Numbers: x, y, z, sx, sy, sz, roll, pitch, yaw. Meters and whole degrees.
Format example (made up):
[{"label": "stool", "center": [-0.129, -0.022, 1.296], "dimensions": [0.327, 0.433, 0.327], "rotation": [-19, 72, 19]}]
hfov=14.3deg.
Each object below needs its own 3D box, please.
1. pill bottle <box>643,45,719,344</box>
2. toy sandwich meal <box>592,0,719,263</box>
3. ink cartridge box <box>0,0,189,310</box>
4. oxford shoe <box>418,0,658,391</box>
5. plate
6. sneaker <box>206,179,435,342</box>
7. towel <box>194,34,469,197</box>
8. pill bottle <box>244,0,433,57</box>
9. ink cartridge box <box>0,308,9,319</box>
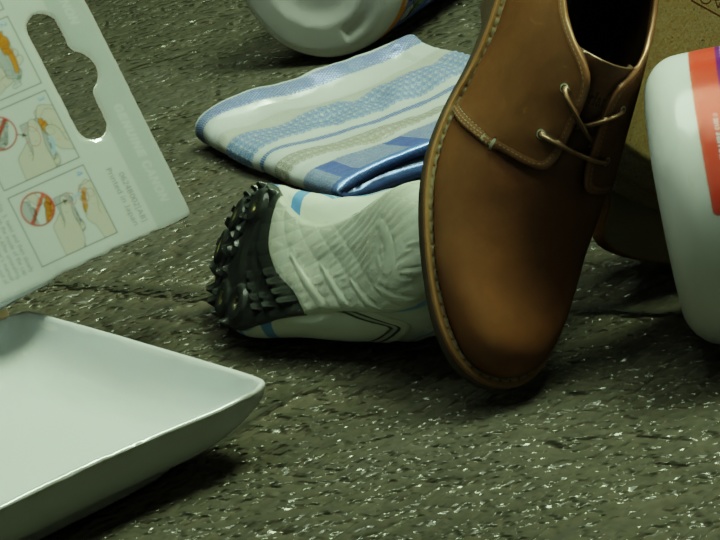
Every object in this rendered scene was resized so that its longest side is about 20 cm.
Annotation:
[{"label": "pill bottle", "center": [0.211, -0.042, 1.077], "dimensions": [0.199, 0.113, 0.112], "rotation": [-10, 18, 9]}, {"label": "toy sandwich meal", "center": [0.139, -0.105, 1.193], "dimensions": [0.205, 0.206, 0.070], "rotation": [-19, 1, -17]}, {"label": "ink cartridge box", "center": [-0.198, -0.049, 1.242], "dimensions": [0.200, 0.160, 0.047], "rotation": [-25, -6, -20]}, {"label": "oxford shoe", "center": [0.071, -0.053, 1.093], "dimensions": [0.071, 0.201, 0.071], "rotation": [13, -6, -23]}, {"label": "plate", "center": [-0.163, 0.077, 1.124], "dimensions": [0.199, 0.032, 0.200], "rotation": [-24, 20, -31]}, {"label": "sneaker", "center": [0.000, 0.000, 1.205], "dimensions": [0.072, 0.072, 0.200], "rotation": [21, -11, -32]}, {"label": "towel", "center": [0.010, -0.082, 1.494], "dimensions": [0.147, 0.024, 0.200], "rotation": [-21, 19, -19]}, {"label": "pill bottle", "center": [0.016, -0.210, 1.734], "dimensions": [0.112, 0.112, 0.200], "rotation": [-3, 21, 30]}, {"label": "ink cartridge box", "center": [-0.279, -0.026, 1.305], "dimensions": [0.199, 0.165, 0.075], "rotation": [-20, 18, -16]}]
